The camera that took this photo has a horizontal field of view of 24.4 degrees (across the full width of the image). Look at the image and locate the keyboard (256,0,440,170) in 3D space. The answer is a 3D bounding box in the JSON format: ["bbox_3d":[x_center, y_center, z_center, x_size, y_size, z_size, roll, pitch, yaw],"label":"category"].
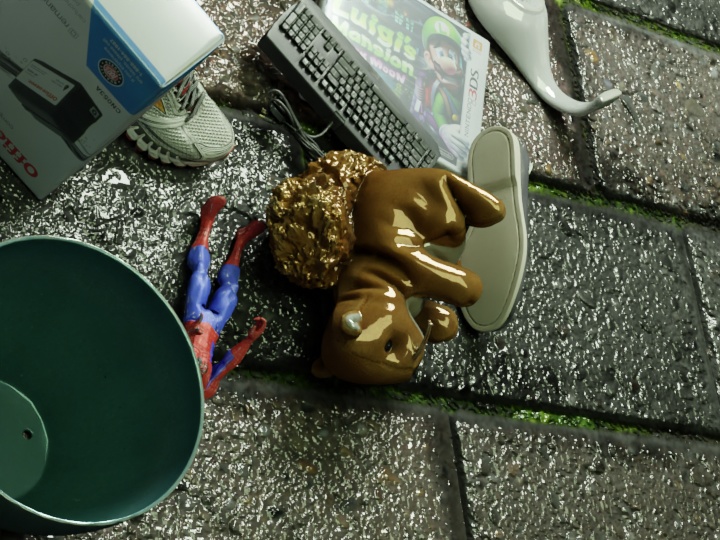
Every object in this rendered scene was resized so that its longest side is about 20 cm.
[{"bbox_3d":[-0.017,-0.141,1.491,0.200,0.021,0.127,47,58,-16],"label":"keyboard"}]

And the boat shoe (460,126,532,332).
[{"bbox_3d":[0.135,-0.033,1.548,0.063,0.073,0.200,30,57,-51],"label":"boat shoe"}]

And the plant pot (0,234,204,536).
[{"bbox_3d":[-0.225,0.095,1.127,0.200,0.135,0.200,19,55,-31],"label":"plant pot"}]

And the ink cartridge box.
[{"bbox_3d":[-0.218,-0.163,1.231,0.145,0.200,0.084,49,47,-8],"label":"ink cartridge box"}]

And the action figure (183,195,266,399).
[{"bbox_3d":[-0.109,0.024,1.297,0.065,0.099,0.200,30,53,-23],"label":"action figure"}]

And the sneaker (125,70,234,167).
[{"bbox_3d":[-0.165,-0.157,1.338,0.200,0.082,0.078,45,44,-38],"label":"sneaker"}]

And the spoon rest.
[{"bbox_3d":[0.181,-0.234,1.719,0.099,0.061,0.200,-23,70,-46],"label":"spoon rest"}]

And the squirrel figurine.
[{"bbox_3d":[0.000,0.000,1.396,0.200,0.142,0.187,33,59,-5],"label":"squirrel figurine"}]

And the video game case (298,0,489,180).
[{"bbox_3d":[0.037,-0.194,1.588,0.200,0.023,0.182,27,52,-26],"label":"video game case"}]
